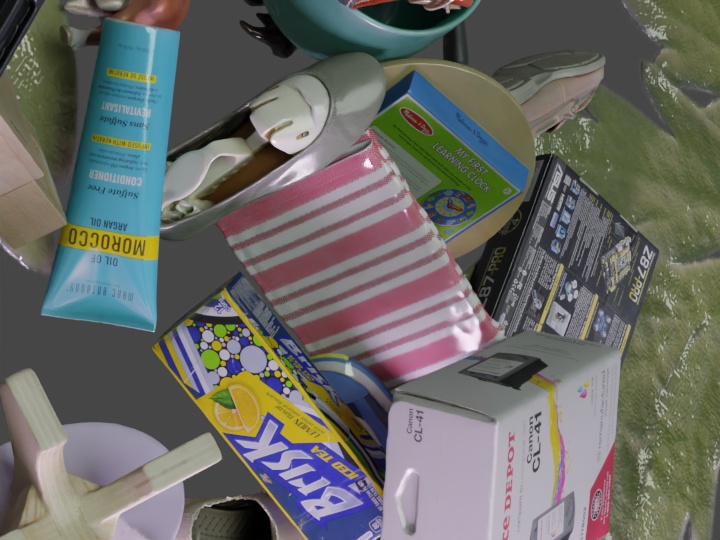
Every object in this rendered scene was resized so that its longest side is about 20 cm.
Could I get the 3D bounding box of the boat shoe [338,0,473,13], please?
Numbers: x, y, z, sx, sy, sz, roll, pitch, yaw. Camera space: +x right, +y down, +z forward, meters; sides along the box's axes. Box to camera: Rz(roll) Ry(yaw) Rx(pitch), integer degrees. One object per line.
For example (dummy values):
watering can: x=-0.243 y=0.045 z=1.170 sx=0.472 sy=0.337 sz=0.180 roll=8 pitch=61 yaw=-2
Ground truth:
boat shoe: x=0.063 y=-0.204 z=1.128 sx=0.199 sy=0.071 sz=0.063 roll=-25 pitch=86 yaw=-36

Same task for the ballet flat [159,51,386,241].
ballet flat: x=-0.071 y=-0.084 z=1.159 sx=0.068 sy=0.199 sz=0.064 roll=60 pitch=12 yaw=15

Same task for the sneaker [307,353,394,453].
sneaker: x=0.021 y=0.150 z=1.271 sx=0.200 sy=0.074 sz=0.083 roll=38 pitch=49 yaw=-14

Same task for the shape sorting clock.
shape sorting clock: x=0.031 y=-0.074 z=1.255 sx=0.199 sy=0.200 sz=0.039 roll=33 pitch=34 yaw=-34

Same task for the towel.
towel: x=0.000 y=0.000 z=1.240 sx=0.201 sy=0.145 sz=0.030 roll=55 pitch=32 yaw=-24

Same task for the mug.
mug: x=-0.009 y=-0.231 z=1.202 sx=0.152 sy=0.114 sz=0.185 roll=-44 pitch=98 yaw=-28

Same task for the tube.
tube: x=-0.160 y=-0.064 z=1.134 sx=0.077 sy=0.050 sz=0.202 roll=10 pitch=97 yaw=3

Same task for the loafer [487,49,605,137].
loafer: x=0.140 y=-0.137 z=1.414 sx=0.199 sy=0.071 sz=0.063 roll=-26 pitch=118 yaw=-51

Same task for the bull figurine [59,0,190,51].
bull figurine: x=-0.147 y=-0.237 z=1.126 sx=0.121 sy=0.065 sz=0.201 roll=-18 pitch=135 yaw=-30

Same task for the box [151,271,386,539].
box: x=-0.051 y=0.103 z=1.182 sx=0.200 sy=0.070 sz=0.064 roll=52 pitch=13 yaw=-4

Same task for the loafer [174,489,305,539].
loafer: x=-0.072 y=0.193 z=1.207 sx=0.199 sy=0.068 sz=0.076 roll=4 pitch=84 yaw=-41

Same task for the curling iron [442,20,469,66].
curling iron: x=0.072 y=-0.156 z=1.387 sx=0.049 sy=0.025 sz=0.202 roll=12 pitch=78 yaw=-43

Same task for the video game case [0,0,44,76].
video game case: x=-0.274 y=-0.131 z=0.911 sx=0.182 sy=0.199 sz=0.026 roll=-64 pitch=157 yaw=-20

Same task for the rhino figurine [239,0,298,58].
rhino figurine: x=-0.016 y=-0.203 z=1.291 sx=0.199 sy=0.060 sz=0.088 roll=-21 pitch=84 yaw=-39

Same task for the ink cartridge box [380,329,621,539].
ink cartridge box: x=0.101 y=0.136 z=1.180 sx=0.200 sy=0.085 sz=0.149 roll=-20 pitch=116 yaw=-57

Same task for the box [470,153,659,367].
box: x=0.165 y=0.028 z=1.439 sx=0.161 sy=0.049 sz=0.201 roll=35 pitch=65 yaw=-32

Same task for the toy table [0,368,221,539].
toy table: x=-0.184 y=0.159 z=1.052 sx=0.200 sy=0.117 sz=0.184 roll=-39 pitch=92 yaw=-29

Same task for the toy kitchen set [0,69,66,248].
toy kitchen set: x=-0.309 y=-0.104 z=1.038 sx=0.200 sy=0.179 sz=0.164 roll=63 pitch=2 yaw=-59
